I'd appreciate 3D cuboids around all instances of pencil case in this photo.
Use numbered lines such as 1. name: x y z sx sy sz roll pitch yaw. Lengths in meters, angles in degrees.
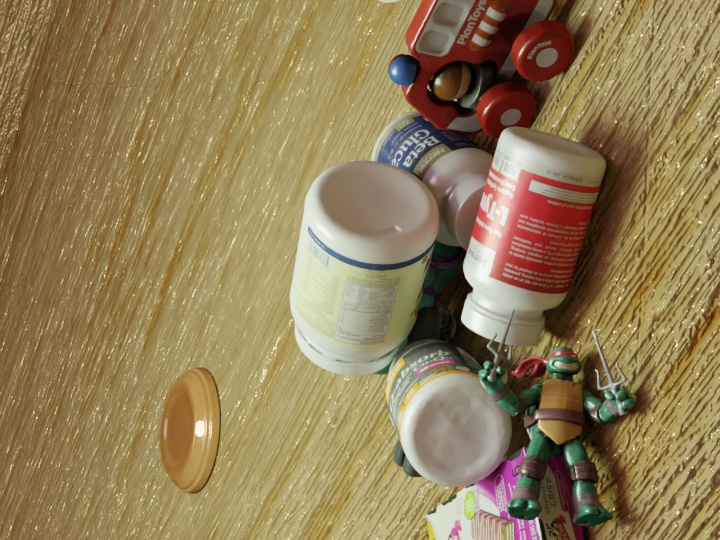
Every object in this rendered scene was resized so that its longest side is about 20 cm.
1. pencil case: 0.046 0.034 1.670 0.201 0.084 0.093 -62 -2 35

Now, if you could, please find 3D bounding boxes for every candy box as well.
1. candy box: 0.148 0.281 1.452 0.200 0.060 0.138 -47 44 49

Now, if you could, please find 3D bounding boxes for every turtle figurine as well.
1. turtle figurine: 0.193 0.139 1.365 0.147 0.101 0.203 -3 66 17

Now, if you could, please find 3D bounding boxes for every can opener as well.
1. can opener: 0.065 0.137 1.635 0.053 0.066 0.203 36 115 60

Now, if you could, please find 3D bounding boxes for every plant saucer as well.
1. plant saucer: -0.281 0.257 2.299 0.199 0.037 0.203 -22 65 58

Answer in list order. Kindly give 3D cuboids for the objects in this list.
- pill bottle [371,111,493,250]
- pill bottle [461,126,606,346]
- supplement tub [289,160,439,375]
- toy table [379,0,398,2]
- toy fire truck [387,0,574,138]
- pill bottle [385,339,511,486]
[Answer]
1. pill bottle: 0.098 -0.095 1.581 0.200 0.110 0.113 46 124 56
2. pill bottle: 0.168 -0.033 1.432 0.112 0.111 0.203 40 119 58
3. supplement tub: 0.000 0.000 1.528 0.202 0.143 0.146 102 156 -43
4. toy table: 0.100 -0.358 1.577 0.202 0.116 0.184 -61 -7 23
5. toy fire truck: 0.118 -0.236 1.514 0.201 0.166 0.113 -59 36 37
6. pill bottle: 0.086 0.142 1.500 0.200 0.115 0.118 -121 43 -77
